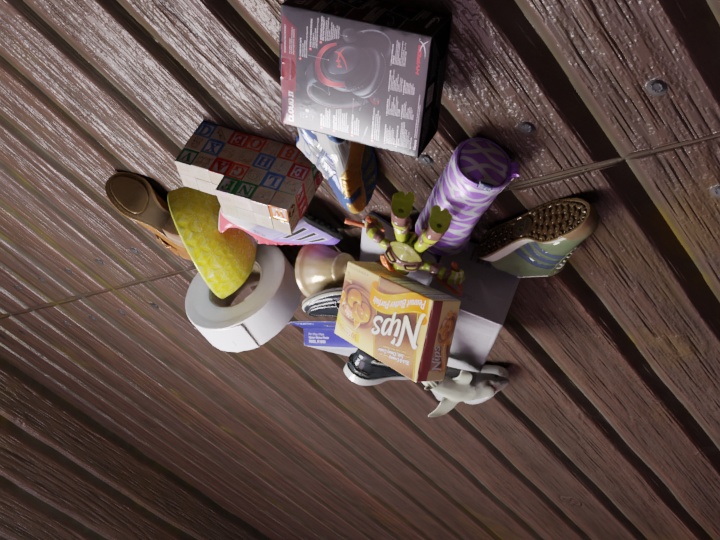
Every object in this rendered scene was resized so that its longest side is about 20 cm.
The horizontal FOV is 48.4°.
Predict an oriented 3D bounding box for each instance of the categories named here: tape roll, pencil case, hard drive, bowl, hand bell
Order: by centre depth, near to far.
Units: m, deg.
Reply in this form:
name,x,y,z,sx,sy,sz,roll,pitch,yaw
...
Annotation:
name,x,y,z,sx,sy,sz,roll,pitch,yaw
pencil case,0.137,-0.094,1.066,0.085,0.084,0.200,8,153,-11
hand bell,0.000,0.000,1.266,0.200,0.104,0.104,1,142,45
hard drive,0.055,0.004,1.298,0.132,0.025,0.200,36,153,18
bowl,-0.225,-0.064,1.333,0.107,0.200,0.200,-25,137,1
tape roll,-0.206,0.044,1.415,0.202,0.203,0.071,5,144,32

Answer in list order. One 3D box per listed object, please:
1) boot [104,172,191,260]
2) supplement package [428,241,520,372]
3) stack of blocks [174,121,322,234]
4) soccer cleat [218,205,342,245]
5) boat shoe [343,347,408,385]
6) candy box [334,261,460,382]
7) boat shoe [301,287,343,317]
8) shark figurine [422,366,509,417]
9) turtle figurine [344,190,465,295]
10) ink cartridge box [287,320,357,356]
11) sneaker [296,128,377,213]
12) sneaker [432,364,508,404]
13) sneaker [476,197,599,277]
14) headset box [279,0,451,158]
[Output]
name,x,y,z,sx,sy,sz,roll,pitch,yaw
boot,-0.373,-0.089,1.473,0.200,0.074,0.155,36,166,12
supplement package,0.161,0.062,1.242,0.121,0.120,0.200,21,150,8
stack of blocks,-0.171,-0.140,1.191,0.199,0.115,0.059,18,149,15
soccer cleat,-0.127,-0.068,1.267,0.199,0.073,0.068,19,-172,-19
boat shoe,0.059,0.142,1.333,0.076,0.200,0.060,43,121,26
candy box,0.047,0.067,1.134,0.055,0.116,0.200,1,-165,-38
boat shoe,0.001,0.065,1.267,0.199,0.062,0.075,0,161,14
shark figurine,0.115,0.139,1.208,0.128,0.090,0.214,-34,131,19
turtle figurine,0.058,-0.038,1.080,0.200,0.064,0.161,35,153,13
ink cartridge box,-0.002,0.132,1.479,0.199,0.041,0.200,-3,163,41
sneaker,-0.040,-0.168,1.103,0.088,0.075,0.200,15,140,34
sneaker,0.184,0.196,1.492,0.089,0.075,0.200,50,145,-15
sneaker,0.256,-0.036,1.084,0.090,0.067,0.200,33,150,-26
headset box,-0.007,-0.232,0.924,0.199,0.075,0.149,16,129,16
